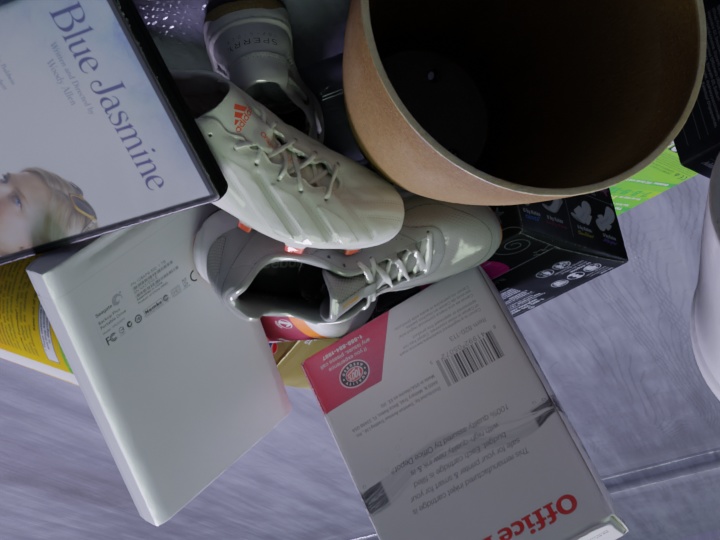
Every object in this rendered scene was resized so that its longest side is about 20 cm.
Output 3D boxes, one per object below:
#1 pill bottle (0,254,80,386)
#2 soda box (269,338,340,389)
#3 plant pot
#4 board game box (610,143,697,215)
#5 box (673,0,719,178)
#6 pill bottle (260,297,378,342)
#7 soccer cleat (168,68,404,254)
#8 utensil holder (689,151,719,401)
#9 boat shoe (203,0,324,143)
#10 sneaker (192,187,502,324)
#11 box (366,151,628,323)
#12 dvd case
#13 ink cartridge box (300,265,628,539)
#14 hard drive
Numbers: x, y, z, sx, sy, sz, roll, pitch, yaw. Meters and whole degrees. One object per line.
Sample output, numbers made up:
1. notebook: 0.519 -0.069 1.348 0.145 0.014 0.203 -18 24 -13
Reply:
1. pill bottle: -0.213 0.015 0.875 0.199 0.112 0.111 12 173 40
2. soda box: 0.001 0.060 1.034 0.199 0.068 0.064 13 129 -41
3. plant pot: 0.063 -0.111 0.711 0.185 0.187 0.200 -2 170 -16
4. board game box: 0.185 -0.066 1.011 0.095 0.030 0.200 15 144 -42
5. box: 0.327 -0.128 0.828 0.199 0.105 0.182 14 146 -42
6. pill bottle: -0.093 0.001 0.922 0.199 0.110 0.109 -6 161 33
7. soccer cleat: -0.064 -0.067 0.720 0.199 0.069 0.078 19 134 -8
8. utensil holder: 0.293 0.000 0.771 0.169 0.171 0.200 -12 153 7
9. boat shoe: -0.060 -0.093 0.810 0.070 0.070 0.200 -13 157 2
10. sneaker: 0.000 0.000 0.782 0.199 0.092 0.076 -9 120 -12
11. box: 0.078 -0.028 0.950 0.132 0.115 0.200 12 149 -42
12. dvd case: -0.189 -0.077 0.699 0.199 0.018 0.143 -15 117 23
13. ink cartridge box: 0.069 0.120 0.851 0.146 0.201 0.083 -30 154 8
14. hard drive: -0.122 0.048 0.809 0.027 0.132 0.201 14 132 43
